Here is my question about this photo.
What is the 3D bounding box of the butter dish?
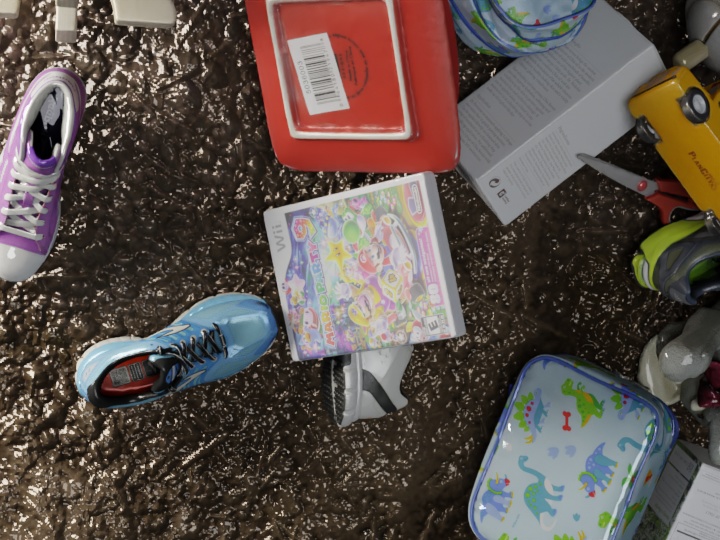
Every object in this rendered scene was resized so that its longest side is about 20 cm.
[{"bbox_3d":[0.016,-0.200,1.415,0.198,0.148,0.202,3,115,30],"label":"butter dish"}]

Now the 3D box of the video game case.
[{"bbox_3d":[0.000,0.000,1.430,0.018,0.199,0.145,-13,92,-48],"label":"video game case"}]

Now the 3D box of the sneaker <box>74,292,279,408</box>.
[{"bbox_3d":[-0.165,0.086,1.471,0.198,0.090,0.079,-23,104,-4],"label":"sneaker"}]

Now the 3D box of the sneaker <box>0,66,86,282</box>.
[{"bbox_3d":[-0.294,-0.079,1.408,0.072,0.114,0.203,12,101,-12],"label":"sneaker"}]

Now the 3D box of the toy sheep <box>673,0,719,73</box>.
[{"bbox_3d":[0.361,-0.239,1.445,0.199,0.138,0.139,-28,105,-15],"label":"toy sheep"}]

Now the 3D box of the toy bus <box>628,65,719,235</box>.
[{"bbox_3d":[0.325,-0.097,1.419,0.201,0.065,0.078,51,51,-13],"label":"toy bus"}]

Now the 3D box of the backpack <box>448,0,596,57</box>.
[{"bbox_3d":[0.129,-0.287,1.406,0.162,0.153,0.202,-18,111,-27],"label":"backpack"}]

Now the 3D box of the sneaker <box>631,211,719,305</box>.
[{"bbox_3d":[0.359,-0.029,1.512,0.199,0.081,0.074,-35,129,-4],"label":"sneaker"}]

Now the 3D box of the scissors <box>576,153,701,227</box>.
[{"bbox_3d":[0.268,-0.071,1.492,0.198,0.014,0.074,1,121,-34],"label":"scissors"}]

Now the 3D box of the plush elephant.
[{"bbox_3d":[0.352,0.106,1.523,0.163,0.201,0.156,11,123,3],"label":"plush elephant"}]

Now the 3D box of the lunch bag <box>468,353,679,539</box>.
[{"bbox_3d":[0.198,0.187,1.520,0.160,0.082,0.202,24,98,26],"label":"lunch bag"}]

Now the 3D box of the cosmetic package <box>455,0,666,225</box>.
[{"bbox_3d":[0.175,-0.147,1.456,0.199,0.102,0.071,-37,134,2],"label":"cosmetic package"}]

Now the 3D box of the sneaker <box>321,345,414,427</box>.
[{"bbox_3d":[0.010,0.046,1.506,0.079,0.074,0.202,-3,107,-22],"label":"sneaker"}]

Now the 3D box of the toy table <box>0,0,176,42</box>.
[{"bbox_3d":[-0.250,-0.270,1.354,0.197,0.184,0.119,2,85,0],"label":"toy table"}]

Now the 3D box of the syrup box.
[{"bbox_3d":[0.317,0.280,1.584,0.081,0.079,0.202,21,98,-12],"label":"syrup box"}]
